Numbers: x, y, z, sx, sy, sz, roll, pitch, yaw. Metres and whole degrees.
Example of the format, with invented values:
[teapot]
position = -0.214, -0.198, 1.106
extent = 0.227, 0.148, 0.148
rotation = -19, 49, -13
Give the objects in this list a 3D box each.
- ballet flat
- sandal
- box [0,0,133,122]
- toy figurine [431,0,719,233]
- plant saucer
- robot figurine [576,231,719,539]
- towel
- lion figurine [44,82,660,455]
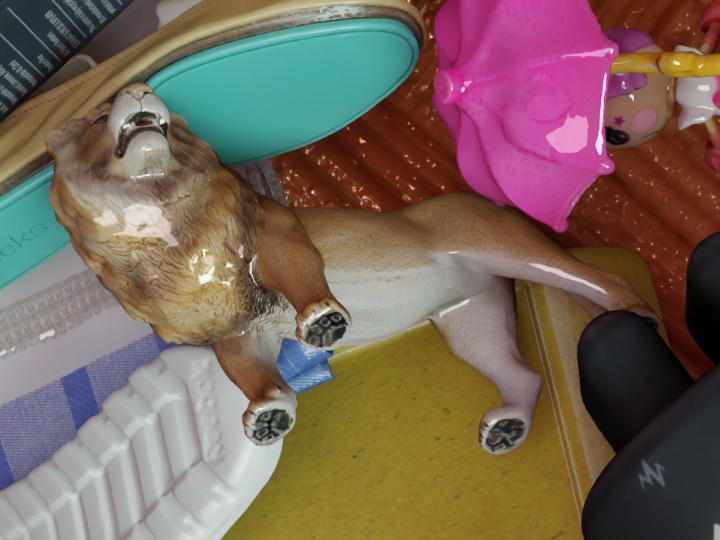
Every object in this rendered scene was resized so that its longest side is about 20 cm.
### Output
[ballet flat]
position = -0.075, -0.059, 0.969
extent = 0.200, 0.069, 0.063
rotation = -25, 51, 10
[sandal]
position = -0.092, 0.102, 0.964
extent = 0.203, 0.050, 0.083
rotation = -38, 63, 27
[box]
position = -0.176, -0.105, 0.916
extent = 0.200, 0.107, 0.148
rotation = -43, 81, -1
[toy figurine]
position = 0.116, -0.065, 0.921
extent = 0.184, 0.200, 0.150
rotation = 1, 92, 12
[plant saucer]
position = 0.015, 0.083, 0.961
extent = 0.200, 0.200, 0.048
rotation = -21, 135, 11
[robot figurine]
position = 0.145, 0.085, 0.841
extent = 0.150, 0.125, 0.200
rotation = -48, 69, 32
[towel]
position = -0.101, -0.024, 1.014
extent = 0.147, 0.024, 0.200
rotation = -25, 68, 12
[lion figurine]
position = 0.000, 0.000, 0.924
extent = 0.200, 0.123, 0.073
rotation = 10, 118, -30
